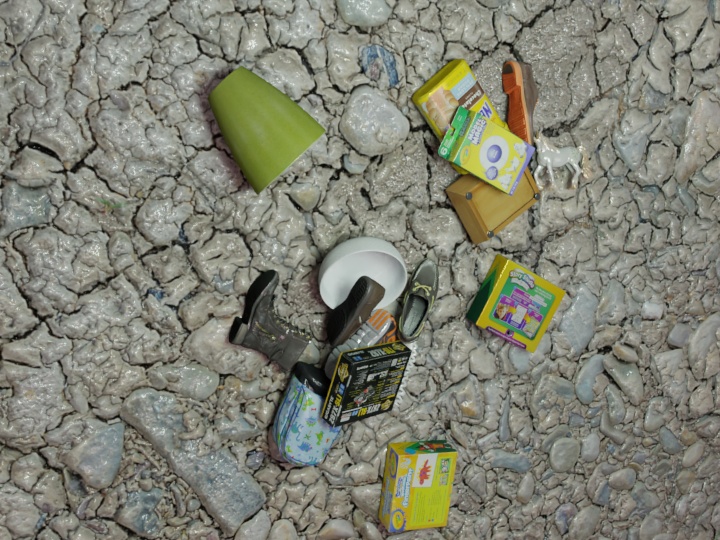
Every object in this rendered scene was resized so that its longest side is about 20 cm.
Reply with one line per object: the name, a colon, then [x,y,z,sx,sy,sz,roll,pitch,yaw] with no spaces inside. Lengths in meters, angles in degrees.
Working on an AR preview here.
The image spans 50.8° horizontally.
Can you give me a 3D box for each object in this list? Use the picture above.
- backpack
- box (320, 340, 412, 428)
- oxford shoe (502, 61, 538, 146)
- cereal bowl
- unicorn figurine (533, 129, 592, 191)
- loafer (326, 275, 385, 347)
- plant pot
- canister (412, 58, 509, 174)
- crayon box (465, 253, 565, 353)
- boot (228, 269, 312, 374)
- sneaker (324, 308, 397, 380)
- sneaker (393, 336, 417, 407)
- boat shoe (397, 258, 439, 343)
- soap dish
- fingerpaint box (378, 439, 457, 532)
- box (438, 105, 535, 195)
backpack: [-0.115,0.333,1.697,0.161,0.154,0.201,28,106,-31]
box: [0.016,0.244,1.653,0.198,0.049,0.163,-6,121,-47]
oxford shoe: [0.372,-0.367,1.695,0.071,0.071,0.205,-8,92,-23]
cereal bowl: [0.000,0.000,1.649,0.195,0.084,0.203,-8,136,-8]
unicorn figurine: [0.457,-0.258,1.785,0.196,0.073,0.141,-8,98,-34]
loafer: [-0.007,0.098,1.633,0.070,0.074,0.201,12,134,-30]
plant pot: [-0.198,-0.286,1.476,0.187,0.187,0.201,-42,100,-5]
canister: [0.220,-0.337,1.657,0.148,0.086,0.201,-41,113,-5]
crayon box: [0.379,0.082,1.850,0.197,0.058,0.175,26,93,-25]
boot: [-0.176,0.112,1.647,0.172,0.069,0.202,26,102,-27]
sneaker: [0.013,0.185,1.711,0.200,0.078,0.112,-43,146,-1]
sneaker: [0.078,0.219,1.769,0.079,0.075,0.205,13,99,-14]
boat shoe: [0.136,0.066,1.722,0.070,0.061,0.206,17,80,2]
soap dish: [0.311,-0.176,1.739,0.199,0.081,0.159,-37,114,-7]
fingerpaint box: [0.141,0.529,1.874,0.163,0.073,0.205,1,104,-22]
box: [0.268,-0.257,1.623,0.197,0.048,0.119,24,96,-23]
